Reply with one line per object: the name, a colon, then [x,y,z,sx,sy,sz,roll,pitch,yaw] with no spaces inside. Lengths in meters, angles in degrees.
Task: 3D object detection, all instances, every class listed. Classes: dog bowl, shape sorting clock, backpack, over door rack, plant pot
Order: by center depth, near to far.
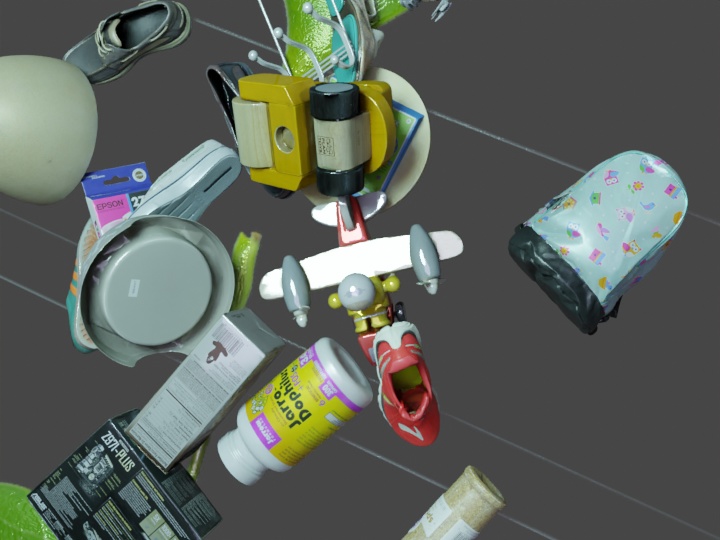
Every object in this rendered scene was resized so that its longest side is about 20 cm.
backpack: [0.295,-0.044,0.870,0.200,0.127,0.167,-42,80,3]
dog bowl: [-0.263,0.021,0.930,0.058,0.199,0.202,28,94,50]
over door rack: [-0.089,-0.328,0.931,0.147,0.066,0.203,-17,86,50]
plant pot: [-0.467,-0.195,0.962,0.198,0.134,0.204,-2,86,31]
shape sorting clock: [-0.003,-0.170,0.964,0.197,0.039,0.203,-1,88,19]

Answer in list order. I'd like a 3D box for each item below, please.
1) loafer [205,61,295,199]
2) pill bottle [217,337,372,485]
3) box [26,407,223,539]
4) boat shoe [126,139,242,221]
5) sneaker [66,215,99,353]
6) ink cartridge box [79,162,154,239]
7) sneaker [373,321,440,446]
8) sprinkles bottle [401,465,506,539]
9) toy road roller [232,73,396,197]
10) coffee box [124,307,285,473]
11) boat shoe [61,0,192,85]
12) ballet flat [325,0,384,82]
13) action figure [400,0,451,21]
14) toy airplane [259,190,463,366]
loafer: [-0.150,-0.185,0.969,0.071,0.063,0.202,-29,81,32]
pill bottle: [-0.087,0.186,0.940,0.200,0.104,0.105,-41,83,6]
box: [-0.316,0.320,0.984,0.164,0.086,0.200,-42,83,7]
boat shoe: [-0.248,-0.097,0.981,0.199,0.074,0.067,-40,53,-15]
sneaker: [-0.369,0.013,1.005,0.079,0.071,0.203,-20,60,49]
ink cartridge box: [-0.306,-0.049,0.992,0.094,0.037,0.203,-16,84,-30]
sneaker: [0.057,0.158,0.887,0.076,0.085,0.202,-18,127,1]
sprinkles bottle: [0.096,0.343,0.926,0.068,0.068,0.200,43,95,7]
toy road roller: [-0.044,-0.175,0.885,0.198,0.146,0.125,15,121,33]
coffee box: [-0.199,0.152,0.955,0.080,0.114,0.200,41,97,5]
boat shoe: [-0.332,-0.322,1.003,0.198,0.073,0.075,-26,85,8]
ballet flat: [-0.005,-0.322,0.947,0.067,0.068,0.203,-2,78,-34]
action figure: [0.070,-0.410,0.943,0.199,0.069,0.131,33,89,5]
toy airplane: [0.000,0.000,0.890,0.198,0.141,0.201,32,105,-2]
